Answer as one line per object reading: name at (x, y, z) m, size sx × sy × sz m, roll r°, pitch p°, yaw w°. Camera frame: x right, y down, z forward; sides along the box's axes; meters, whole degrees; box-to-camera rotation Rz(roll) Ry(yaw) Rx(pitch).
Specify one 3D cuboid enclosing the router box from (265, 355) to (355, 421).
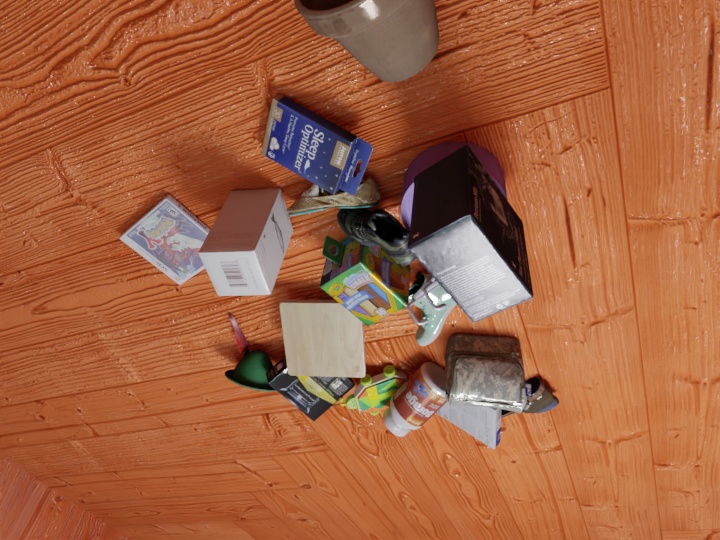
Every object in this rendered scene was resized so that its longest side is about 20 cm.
router box at (-0.135, 0.298, 1.443) m, size 0.157 × 0.052 × 0.200 m, roll -40°, pitch 120°, yaw 2°

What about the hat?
hat at (-0.278, 0.225, 1.466) m, size 0.164 × 0.178 × 0.200 m, roll 16°, pitch 179°, yaw 11°

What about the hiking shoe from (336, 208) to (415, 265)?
hiking shoe at (0.029, -0.092, 1.034) m, size 0.199 × 0.076 × 0.101 m, roll 29°, pitch 157°, yaw 30°

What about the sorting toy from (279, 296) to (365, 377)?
sorting toy at (-0.086, 0.156, 1.304) m, size 0.196 × 0.070 × 0.203 m, roll 0°, pitch 112°, yaw 9°

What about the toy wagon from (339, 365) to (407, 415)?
toy wagon at (0.039, 0.346, 1.471) m, size 0.198 × 0.040 × 0.156 m, roll -19°, pitch 131°, yaw -6°

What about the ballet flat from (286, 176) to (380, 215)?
ballet flat at (-0.057, -0.153, 1.059) m, size 0.197 × 0.071 × 0.066 m, roll -6°, pitch 105°, yaw 12°

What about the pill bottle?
pill bottle at (0.151, 0.350, 1.414) m, size 0.111 × 0.113 × 0.201 m, roll 30°, pitch 115°, yaw -18°

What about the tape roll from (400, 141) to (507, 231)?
tape roll at (0.177, -0.135, 1.006) m, size 0.197 × 0.086 × 0.202 m, roll 6°, pitch 134°, yaw 6°

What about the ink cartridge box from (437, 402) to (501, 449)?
ink cartridge box at (0.297, 0.382, 1.470) m, size 0.199 × 0.043 × 0.198 m, roll 27°, pitch 145°, yaw 35°

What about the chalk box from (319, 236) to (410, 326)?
chalk box at (0.000, 0.000, 1.137) m, size 0.123 × 0.126 × 0.200 m, roll -29°, pitch 123°, yaw 32°

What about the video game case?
video game case at (-0.431, -0.064, 1.225) m, size 0.199 × 0.023 × 0.182 m, roll -28°, pitch 123°, yaw 31°

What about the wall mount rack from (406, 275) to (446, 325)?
wall mount rack at (0.185, 0.034, 1.064) m, size 0.075 × 0.173 × 0.200 m, roll 55°, pitch 160°, yaw 11°

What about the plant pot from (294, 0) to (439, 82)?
plant pot at (0.032, -0.371, 0.756) m, size 0.198 × 0.203 × 0.175 m, roll -16°, pitch 145°, yaw 24°

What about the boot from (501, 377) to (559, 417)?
boot at (0.442, 0.374, 1.443) m, size 0.096 × 0.075 × 0.200 m, roll 34°, pitch 128°, yaw -18°

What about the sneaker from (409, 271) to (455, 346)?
sneaker at (0.143, 0.086, 1.224) m, size 0.117 × 0.074 × 0.202 m, roll 16°, pitch 124°, yaw -14°

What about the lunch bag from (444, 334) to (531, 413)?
lunch bag at (0.306, 0.261, 1.296) m, size 0.197 × 0.169 × 0.140 m, roll 4°, pitch 134°, yaw 6°

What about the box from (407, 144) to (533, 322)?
box at (0.183, -0.061, 0.880) m, size 0.117 × 0.198 × 0.200 m, roll -27°, pitch 123°, yaw 31°

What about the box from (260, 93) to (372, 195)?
box at (-0.083, -0.223, 0.973) m, size 0.198 × 0.033 × 0.122 m, roll 29°, pitch 133°, yaw 4°

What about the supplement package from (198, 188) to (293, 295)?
supplement package at (-0.223, -0.061, 1.067) m, size 0.116 × 0.201 × 0.118 m, roll -2°, pitch 133°, yaw 12°
